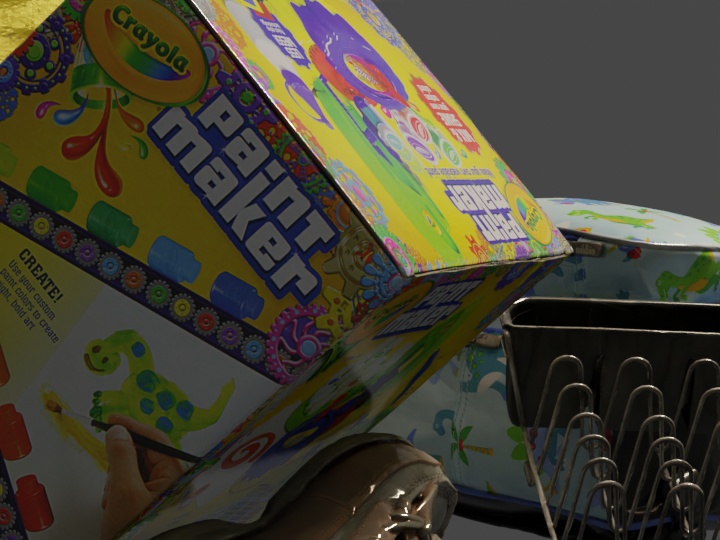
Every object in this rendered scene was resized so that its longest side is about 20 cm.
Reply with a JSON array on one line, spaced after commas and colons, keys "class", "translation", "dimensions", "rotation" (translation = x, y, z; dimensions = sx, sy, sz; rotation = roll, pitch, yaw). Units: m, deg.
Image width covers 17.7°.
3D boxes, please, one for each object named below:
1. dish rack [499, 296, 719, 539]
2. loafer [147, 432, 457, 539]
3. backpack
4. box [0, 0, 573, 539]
[{"class": "dish rack", "translation": [0.134, 0.078, 0.843], "dimensions": [0.152, 0.055, 0.200], "rotation": [1, 26, -5]}, {"class": "loafer", "translation": [-0.011, 0.101, 0.698], "dimensions": [0.063, 0.072, 0.200], "rotation": [24, 17, 21]}, {"class": "backpack", "translation": [0.100, 0.042, 1.053], "dimensions": [0.199, 0.148, 0.183], "rotation": [6, 2, 38]}, {"class": "box", "translation": [-0.061, 0.014, 0.716], "dimensions": [0.192, 0.122, 0.200], "rotation": [-41, -10, 14]}]
